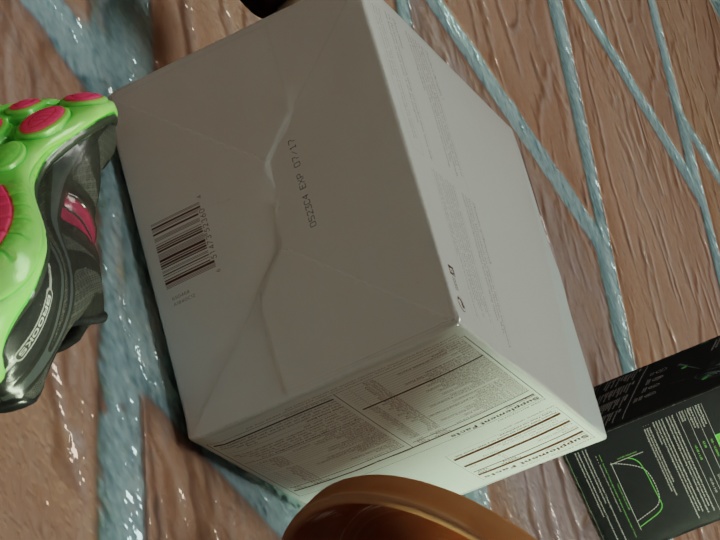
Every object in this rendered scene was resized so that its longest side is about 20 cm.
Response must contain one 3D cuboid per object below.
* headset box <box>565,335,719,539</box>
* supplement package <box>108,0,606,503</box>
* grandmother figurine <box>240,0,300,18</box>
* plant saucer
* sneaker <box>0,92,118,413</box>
[{"bbox_3d":[0.263,0.108,1.879,0.093,0.200,0.174,64,16,-6],"label":"headset box"},{"bbox_3d":[0.000,0.000,1.295,0.200,0.147,0.192,38,33,-59],"label":"supplement package"},{"bbox_3d":[-0.067,-0.168,1.356,0.200,0.061,0.121,47,2,12],"label":"grandmother figurine"},{"bbox_3d":[0.051,0.170,1.168,0.032,0.200,0.201,-45,115,-35],"label":"plant saucer"},{"bbox_3d":[-0.138,-0.011,1.046,0.200,0.076,0.084,-75,156,-60],"label":"sneaker"}]
